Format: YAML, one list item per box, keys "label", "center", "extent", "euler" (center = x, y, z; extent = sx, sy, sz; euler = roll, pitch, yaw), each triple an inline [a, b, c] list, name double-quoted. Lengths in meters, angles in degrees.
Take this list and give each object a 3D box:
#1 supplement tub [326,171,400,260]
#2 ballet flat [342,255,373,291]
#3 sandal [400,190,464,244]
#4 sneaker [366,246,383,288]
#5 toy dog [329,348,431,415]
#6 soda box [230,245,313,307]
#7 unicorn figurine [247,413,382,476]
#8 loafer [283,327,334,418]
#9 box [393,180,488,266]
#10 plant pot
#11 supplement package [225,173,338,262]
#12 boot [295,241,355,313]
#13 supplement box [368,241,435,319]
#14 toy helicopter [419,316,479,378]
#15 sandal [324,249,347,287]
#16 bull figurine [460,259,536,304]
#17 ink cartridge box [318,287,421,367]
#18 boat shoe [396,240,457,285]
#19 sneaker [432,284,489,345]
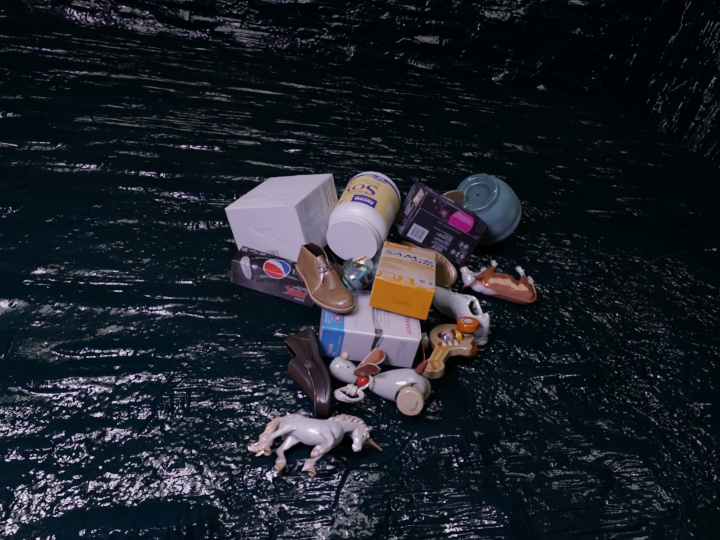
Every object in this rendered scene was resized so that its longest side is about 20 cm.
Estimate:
- label: "supplement tub"
  center: [0.008, -0.130, 1.245]
  extent: [0.145, 0.146, 0.200]
  euler: [18, 45, 6]
- label: "ballet flat"
  center: [0.000, 0.000, 1.136]
  extent: [0.074, 0.075, 0.200]
  euler: [9, 10, -5]
- label: "sandal"
  center: [0.186, -0.161, 1.432]
  extent: [0.078, 0.212, 0.070]
  euler: [41, 9, -39]
- label: "sneaker"
  center: [0.015, -0.031, 1.288]
  extent: [0.080, 0.077, 0.200]
  euler: [-4, 37, -20]
- label: "toy dog"
  center: [0.048, 0.190, 0.961]
  extent: [0.199, 0.097, 0.132]
  euler: [15, 11, -10]
- label: "soda box"
  center: [-0.189, 0.013, 1.166]
  extent: [0.199, 0.071, 0.063]
  euler: [16, 37, 4]
- label: "unicorn figurine"
  center: [-0.071, 0.275, 0.845]
  extent: [0.199, 0.074, 0.137]
  euler: [17, 25, 14]
- label: "loafer"
  center: [-0.099, 0.195, 0.963]
  extent: [0.071, 0.073, 0.200]
  euler: [-13, 39, -12]
- label: "box"
  center: [0.203, -0.122, 1.343]
  extent: [0.200, 0.132, 0.115]
  euler: [25, 20, -19]
- label: "plant pot"
  center: [0.346, -0.190, 1.470]
  extent: [0.200, 0.134, 0.201]
  euler: [-12, 60, 22]
- label: "supplement package"
  center: [-0.175, -0.127, 1.245]
  extent: [0.191, 0.148, 0.200]
  euler: [1, 30, 25]
- label: "boot"
  center: [-0.077, 0.013, 1.064]
  extent: [0.073, 0.076, 0.200]
  euler: [-16, 41, -30]
- label: "supplement box"
  center: [0.095, 0.015, 1.118]
  extent: [0.126, 0.074, 0.200]
  euler: [13, 25, 2]
- label: "toy helicopter"
  center: [0.164, 0.161, 1.071]
  extent: [0.132, 0.079, 0.200]
  euler: [9, 24, 23]
- label: "sandal"
  center: [-0.092, -0.019, 1.253]
  extent: [0.200, 0.054, 0.080]
  euler: [28, 38, 20]
- label: "bull figurine"
  center: [0.351, 0.029, 1.319]
  extent: [0.199, 0.065, 0.122]
  euler: [21, 40, 9]
- label: "ink cartridge box"
  center: [0.017, 0.115, 1.081]
  extent: [0.199, 0.084, 0.145]
  euler: [9, 35, -5]
- label: "boat shoe"
  center: [0.172, -0.018, 1.309]
  extent: [0.200, 0.074, 0.069]
  euler: [34, 8, 38]
- label: "sneaker"
  center: [0.236, 0.082, 1.200]
  extent: [0.070, 0.080, 0.200]
  euler: [-11, 38, -28]
